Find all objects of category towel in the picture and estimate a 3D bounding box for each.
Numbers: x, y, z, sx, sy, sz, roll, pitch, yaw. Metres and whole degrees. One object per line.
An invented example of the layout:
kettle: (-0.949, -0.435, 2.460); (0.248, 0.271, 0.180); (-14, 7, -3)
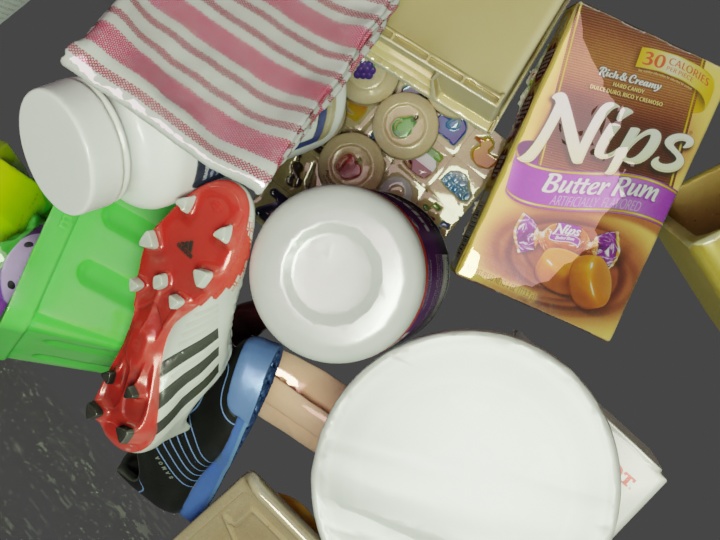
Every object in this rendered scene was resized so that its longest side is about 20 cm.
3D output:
towel: (-0.072, -0.154, 0.857); (0.146, 0.030, 0.200); (32, 57, 1)

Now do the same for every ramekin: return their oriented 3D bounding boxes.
ramekin: (0.071, 0.136, 0.927); (0.202, 0.094, 0.203); (0, 93, 7)

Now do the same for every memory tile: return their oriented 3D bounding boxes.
memory tile: (-0.010, -0.167, 1.023); (0.153, 0.017, 0.200); (-36, 88, 5)

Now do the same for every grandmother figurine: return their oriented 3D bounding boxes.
grandmother figurine: (-0.082, 0.073, 1.037); (0.200, 0.061, 0.121); (30, 102, 1)

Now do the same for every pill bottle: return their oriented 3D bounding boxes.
pill bottle: (-0.115, -0.105, 0.905); (0.200, 0.111, 0.111); (-25, 94, -37)
pill bottle: (0.000, 0.000, 0.943); (0.112, 0.200, 0.113); (0, 92, 10)

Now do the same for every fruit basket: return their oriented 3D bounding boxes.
fruit basket: (-0.234, -0.042, 0.977); (0.215, 0.155, 0.216); (6, 74, -21)

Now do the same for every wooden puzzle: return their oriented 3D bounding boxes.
wooden puzzle: (-0.050, 0.240, 1.015); (0.185, 0.046, 0.200); (45, 138, 0)

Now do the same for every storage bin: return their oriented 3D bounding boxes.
storage bin: (0.062, -0.236, 0.966); (0.198, 0.094, 0.200); (32, 88, 2)

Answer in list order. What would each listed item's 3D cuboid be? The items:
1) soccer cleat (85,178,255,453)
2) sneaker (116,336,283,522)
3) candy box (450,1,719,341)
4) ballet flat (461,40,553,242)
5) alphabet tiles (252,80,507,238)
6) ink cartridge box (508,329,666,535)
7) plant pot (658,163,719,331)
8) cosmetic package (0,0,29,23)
soccer cleat: (-0.111, 0.030, 0.907); (0.069, 0.085, 0.200); (33, 108, 28)
sneaker: (-0.121, 0.109, 1.002); (0.078, 0.070, 0.200); (28, 130, -1)
candy box: (0.154, -0.067, 0.945); (0.116, 0.056, 0.200); (23, 92, -4)
ballet flat: (0.136, -0.078, 1.003); (0.075, 0.064, 0.201); (20, 97, -10)
alphabet tiles: (0.011, -0.092, 1.041); (0.166, 0.006, 0.200); (38, 97, 1)
ink cartridge box: (0.102, 0.166, 1.017); (0.145, 0.084, 0.200); (42, 98, 0)
plant pot: (0.333, 0.010, 0.938); (0.195, 0.194, 0.200); (-27, 98, 6)
cosmetic package: (-0.275, -0.228, 1.005); (0.200, 0.101, 0.071); (-37, 91, 6)
